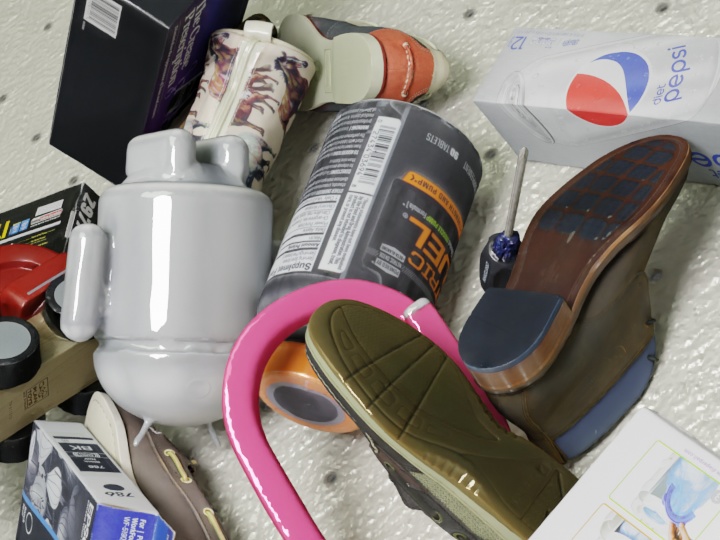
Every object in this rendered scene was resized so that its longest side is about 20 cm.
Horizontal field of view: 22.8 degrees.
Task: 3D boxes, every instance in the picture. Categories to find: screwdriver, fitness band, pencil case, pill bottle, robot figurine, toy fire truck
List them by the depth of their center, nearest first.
[{"bbox_3d":[0.007,0.097,1.013,0.143,0.037,0.200,-31,75,-5],"label":"fitness band"},{"bbox_3d":[0.086,-0.024,1.026,0.028,0.200,0.029,-1,73,0],"label":"screwdriver"},{"bbox_3d":[0.000,0.000,1.123,0.106,0.106,0.201,-3,54,38],"label":"pill bottle"},{"bbox_3d":[-0.113,0.012,1.147,0.113,0.169,0.201,-5,82,57],"label":"robot figurine"},{"bbox_3d":[-0.284,0.051,1.227,0.200,0.129,0.176,34,49,28],"label":"toy fire truck"},{"bbox_3d":[-0.100,-0.074,1.254,0.078,0.089,0.201,21,84,2],"label":"pencil case"}]

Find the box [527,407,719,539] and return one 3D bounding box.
[{"bbox_3d":[0.125,0.187,0.849,0.200,0.113,0.101,-48,41,-5],"label":"box"}]

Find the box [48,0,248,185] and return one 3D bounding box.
[{"bbox_3d":[-0.145,-0.173,1.290,0.141,0.079,0.200,-57,-4,-34],"label":"box"}]

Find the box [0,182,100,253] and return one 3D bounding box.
[{"bbox_3d":[-0.291,0.031,1.383,0.199,0.049,0.160,-18,43,28],"label":"box"}]

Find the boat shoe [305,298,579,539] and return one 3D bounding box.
[{"bbox_3d":[0.042,0.100,0.957,0.072,0.201,0.066,-41,-13,-44],"label":"boat shoe"}]

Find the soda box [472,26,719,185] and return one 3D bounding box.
[{"bbox_3d":[0.170,-0.102,1.101,0.200,0.068,0.064,12,64,44],"label":"soda box"}]

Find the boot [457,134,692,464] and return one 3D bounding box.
[{"bbox_3d":[0.136,0.015,1.023,0.075,0.097,0.200,15,54,46],"label":"boot"}]

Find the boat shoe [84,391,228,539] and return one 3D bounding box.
[{"bbox_3d":[-0.131,0.145,1.141,0.200,0.059,0.072,-127,45,-54],"label":"boat shoe"}]

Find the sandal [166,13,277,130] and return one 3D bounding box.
[{"bbox_3d":[-0.110,-0.097,1.337,0.200,0.054,0.082,-57,-3,-9],"label":"sandal"}]

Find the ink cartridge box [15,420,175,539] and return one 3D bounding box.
[{"bbox_3d":[-0.168,0.169,1.100,0.200,0.039,0.100,27,109,62],"label":"ink cartridge box"}]

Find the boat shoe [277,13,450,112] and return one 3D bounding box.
[{"bbox_3d":[-0.007,-0.149,1.291,0.200,0.062,0.071,-162,69,-63],"label":"boat shoe"}]
